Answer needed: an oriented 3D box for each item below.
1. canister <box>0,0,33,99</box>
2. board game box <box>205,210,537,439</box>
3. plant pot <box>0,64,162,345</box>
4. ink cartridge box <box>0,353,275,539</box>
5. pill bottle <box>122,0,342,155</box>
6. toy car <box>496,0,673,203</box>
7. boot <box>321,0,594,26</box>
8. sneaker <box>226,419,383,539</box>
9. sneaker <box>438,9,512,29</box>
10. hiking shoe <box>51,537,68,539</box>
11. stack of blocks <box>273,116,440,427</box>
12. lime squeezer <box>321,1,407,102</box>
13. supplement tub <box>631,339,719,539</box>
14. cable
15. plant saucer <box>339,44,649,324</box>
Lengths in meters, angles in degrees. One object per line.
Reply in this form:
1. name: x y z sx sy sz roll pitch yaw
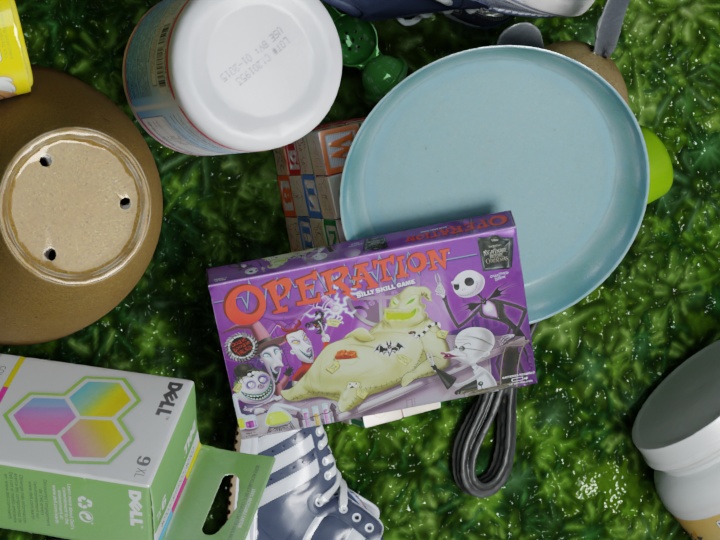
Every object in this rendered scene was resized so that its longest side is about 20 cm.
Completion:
1. canister: -0.308 -0.135 1.316 0.198 0.149 0.087 -15 117 -9
2. board game box: 0.009 0.036 1.387 0.198 0.032 0.121 -11 115 0
3. plant pot: -0.199 -0.040 1.346 0.185 0.200 0.188 -1 92 -18
4. ink cartridge box: -0.162 0.117 1.367 0.198 0.104 0.060 8 127 9
5. pill bottle: -0.091 -0.128 1.379 0.108 0.200 0.110 -1 93 -19
6. toy car: 0.120 -0.114 1.436 0.163 0.201 0.158 -28 61 -22
7. boot: 0.055 -0.201 1.454 0.199 0.090 0.073 20 48 -21
8. sneaker: -0.033 0.126 1.466 0.107 0.070 0.202 6 97 -1
9. sneaker: 0.052 -0.255 1.486 0.077 0.085 0.201 -36 103 -14
10. hiking shoe: -0.166 0.216 1.431 0.200 0.076 0.101 47 74 -16
11. stack of blocks: 0.000 0.000 1.461 0.058 0.115 0.202 -13 97 -18
12. lime squeezer: 0.004 -0.150 1.468 0.038 0.071 0.200 -33 63 -9
13. supplement tub: 0.302 0.158 1.557 0.144 0.144 0.200 -43 104 -13
14. cable: 0.095 0.057 1.548 0.096 0.050 0.202 -11 108 -35
15. plant saucer: 0.084 -0.055 1.375 0.198 0.027 0.202 -3 118 -5
